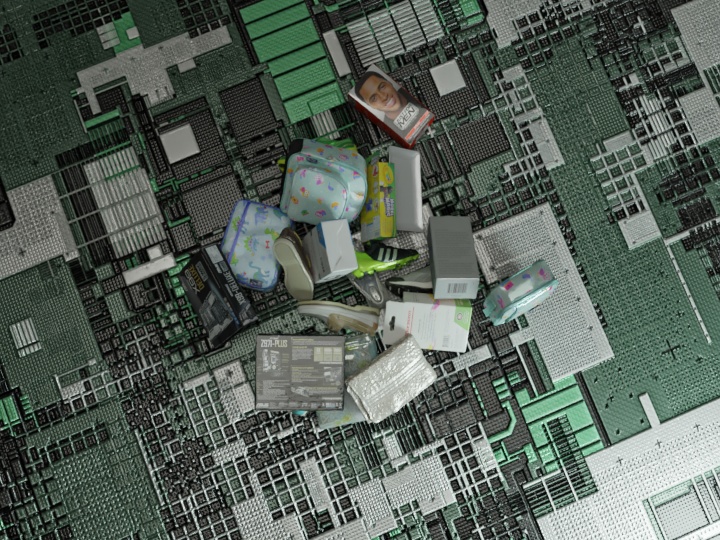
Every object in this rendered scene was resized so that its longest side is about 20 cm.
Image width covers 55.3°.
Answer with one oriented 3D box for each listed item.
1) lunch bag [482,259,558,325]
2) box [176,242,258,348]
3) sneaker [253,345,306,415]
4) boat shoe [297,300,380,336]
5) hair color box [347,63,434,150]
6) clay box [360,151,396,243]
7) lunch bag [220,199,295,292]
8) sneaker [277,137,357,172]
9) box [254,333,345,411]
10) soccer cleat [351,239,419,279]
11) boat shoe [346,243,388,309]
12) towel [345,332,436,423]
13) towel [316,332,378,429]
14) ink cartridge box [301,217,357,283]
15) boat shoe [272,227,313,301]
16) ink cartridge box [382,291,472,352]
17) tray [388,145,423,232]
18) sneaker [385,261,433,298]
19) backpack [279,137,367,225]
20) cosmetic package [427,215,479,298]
[{"bbox_3d":[0.360,0.058,1.573,0.159,0.200,0.078,-31,75,-4],"label":"lunch bag"},{"bbox_3d":[-0.333,0.060,1.585,0.049,0.157,0.202,-25,84,-44],"label":"box"},{"bbox_3d":[-0.180,0.247,1.602,0.077,0.080,0.201,-34,85,-4],"label":"sneaker"},{"bbox_3d":[-0.053,0.113,1.619,0.197,0.075,0.069,7,82,-3],"label":"boat shoe"},{"bbox_3d":[0.074,-0.398,1.682,0.199,0.061,0.102,39,86,4],"label":"hair color box"},{"bbox_3d":[0.040,-0.171,1.628,0.047,0.115,0.203,2,84,-24],"label":"clay box"},{"bbox_3d":[-0.252,-0.059,1.633,0.159,0.082,0.203,19,83,4],"label":"lunch bag"},{"bbox_3d":[-0.103,-0.273,1.671,0.197,0.074,0.084,-10,51,5],"label":"sneaker"},{"bbox_3d":[-0.135,0.224,1.523,0.197,0.086,0.166,1,87,-6],"label":"box"},{"bbox_3d":[0.055,-0.037,1.608,0.198,0.067,0.082,-12,72,-36],"label":"soccer cleat"},{"bbox_3d":[0.000,0.000,1.633,0.071,0.069,0.201,-38,81,-2],"label":"boat shoe"},{"bbox_3d":[0.069,0.250,1.569,0.199,0.034,0.133,-36,109,-11],"label":"towel"},{"bbox_3d":[-0.033,0.258,1.609,0.169,0.048,0.203,-11,95,1],"label":"towel"},{"bbox_3d":[-0.076,-0.040,1.586,0.066,0.200,0.118,-11,84,-19],"label":"ink cartridge box"},{"bbox_3d":[-0.148,-0.009,1.596,0.071,0.202,0.060,-2,43,20],"label":"boat shoe"},{"bbox_3d":[0.152,0.118,1.606,0.197,0.067,0.119,6,111,-1],"label":"ink cartridge box"},{"bbox_3d":[0.105,-0.194,1.661,0.106,0.022,0.203,3,83,-40],"label":"tray"},{"bbox_3d":[0.156,0.020,1.642,0.197,0.074,0.080,-5,64,-1],"label":"sneaker"},{"bbox_3d":[-0.079,-0.195,1.584,0.197,0.154,0.177,6,127,-14],"label":"backpack"},{"bbox_3d":[0.212,-0.032,1.590,0.100,0.072,0.202,0,48,0],"label":"cosmetic package"}]
